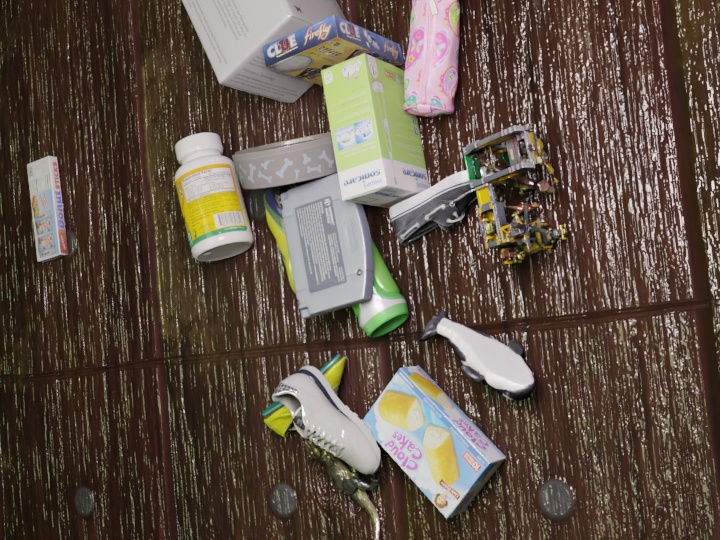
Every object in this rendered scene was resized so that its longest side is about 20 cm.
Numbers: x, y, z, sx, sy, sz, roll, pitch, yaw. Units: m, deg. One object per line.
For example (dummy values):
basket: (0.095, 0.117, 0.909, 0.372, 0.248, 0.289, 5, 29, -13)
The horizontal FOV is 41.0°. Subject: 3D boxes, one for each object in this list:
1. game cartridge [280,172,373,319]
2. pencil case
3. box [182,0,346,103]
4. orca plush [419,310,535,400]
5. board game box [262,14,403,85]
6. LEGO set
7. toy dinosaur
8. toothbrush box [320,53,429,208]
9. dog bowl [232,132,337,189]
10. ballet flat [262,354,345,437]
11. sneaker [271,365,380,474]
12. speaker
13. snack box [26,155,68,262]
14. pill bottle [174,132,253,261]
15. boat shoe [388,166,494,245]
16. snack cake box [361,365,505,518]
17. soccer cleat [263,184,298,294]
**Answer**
game cartridge: (-0.048, -0.040, 1.475, 0.131, 0.041, 0.205, -17, 76, 25)
pencil case: (0.109, -0.337, 1.456, 0.086, 0.087, 0.205, 6, 93, 31)
box: (-0.149, -0.413, 1.553, 0.170, 0.198, 0.202, -36, 70, 28)
orca plush: (0.171, 0.143, 1.415, 0.197, 0.105, 0.072, 22, 132, 27)
board game box: (-0.038, -0.330, 1.480, 0.133, 0.199, 0.035, -15, 82, 30)
LEGO set: (0.234, -0.116, 1.332, 0.115, 0.152, 0.205, -18, 72, 47)
toy dinosaur: (-0.008, 0.332, 1.539, 0.201, 0.047, 0.089, 50, 120, 21)
toothbrush box: (0.025, -0.208, 1.470, 0.085, 0.145, 0.205, -15, 81, 30)
dog bowl: (-0.109, -0.175, 1.531, 0.196, 0.199, 0.060, -4, 103, 31)
ballet flat: (-0.079, 0.212, 1.581, 0.199, 0.067, 0.067, -39, 91, 28)
sneaker: (-0.053, 0.243, 1.482, 0.200, 0.080, 0.077, 45, 132, 13)
speaker: (0.000, 0.000, 1.515, 0.088, 0.088, 0.203, -37, 70, 25)
snack box: (-0.636, -0.124, 1.954, 0.071, 0.024, 0.205, -13, 82, 30)
pill bottle: (-0.259, -0.128, 1.666, 0.111, 0.112, 0.204, -22, 78, 29)
boat shoe: (0.129, -0.094, 1.445, 0.197, 0.071, 0.069, -24, 75, 32)
snack cake box: (0.108, 0.256, 1.452, 0.200, 0.067, 0.116, 44, 110, 25)
soccer cleat: (-0.116, -0.053, 1.615, 0.083, 0.064, 0.205, -24, 79, 59)
